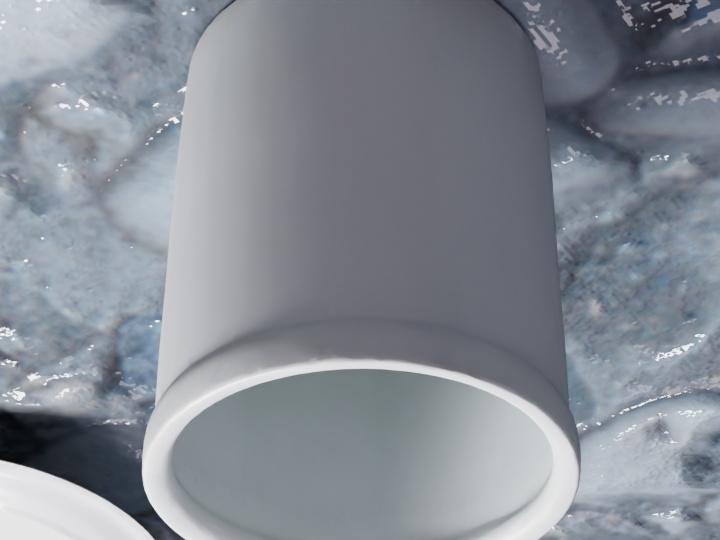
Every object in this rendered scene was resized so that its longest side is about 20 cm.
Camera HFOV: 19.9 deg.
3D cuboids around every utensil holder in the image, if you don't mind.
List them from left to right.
[{"bbox_3d":[0.000,0.000,0.838,0.169,0.201,0.170,0,145,0],"label":"utensil holder"}]

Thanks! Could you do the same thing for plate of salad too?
[{"bbox_3d":[-0.204,0.151,1.178,0.199,0.048,0.201,8,144,6],"label":"plate of salad"}]
